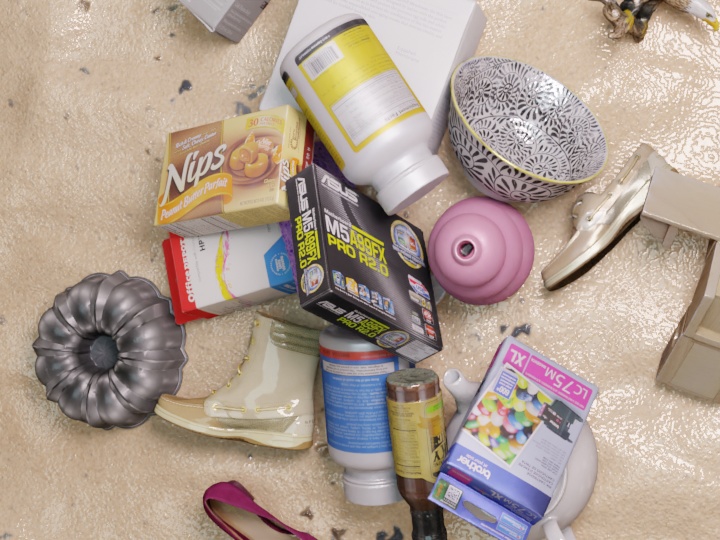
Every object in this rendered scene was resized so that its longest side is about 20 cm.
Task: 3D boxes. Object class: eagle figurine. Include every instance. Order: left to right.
[{"bbox_3d":[0.359,-0.333,1.417,0.150,0.153,0.200,32,118,-26],"label":"eagle figurine"}]

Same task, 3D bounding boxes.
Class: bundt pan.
[{"bbox_3d":[-0.319,0.101,1.593,0.199,0.076,0.205,0,91,13],"label":"bundt pan"}]

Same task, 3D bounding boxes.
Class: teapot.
[{"bbox_3d":[0.178,0.223,1.454,0.197,0.146,0.200,12,93,11],"label":"teapot"}]

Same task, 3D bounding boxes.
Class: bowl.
[{"bbox_3d":[0.172,-0.142,1.457,0.200,0.201,0.095,40,132,9],"label":"bowl"}]

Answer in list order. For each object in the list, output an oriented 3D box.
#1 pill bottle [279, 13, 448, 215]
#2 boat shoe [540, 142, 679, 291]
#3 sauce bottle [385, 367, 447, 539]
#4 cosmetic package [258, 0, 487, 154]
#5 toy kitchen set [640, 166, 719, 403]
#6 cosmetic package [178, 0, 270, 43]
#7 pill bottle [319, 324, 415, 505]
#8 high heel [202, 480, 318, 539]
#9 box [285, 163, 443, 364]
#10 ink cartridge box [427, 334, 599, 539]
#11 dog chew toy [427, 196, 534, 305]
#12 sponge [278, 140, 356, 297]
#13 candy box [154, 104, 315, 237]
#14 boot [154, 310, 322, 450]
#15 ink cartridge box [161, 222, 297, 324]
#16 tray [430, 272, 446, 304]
[{"bbox_3d":[0.008,-0.165,1.380,0.111,0.112,0.201,-34,85,10],"label":"pill bottle"},{"bbox_3d":[0.273,-0.060,1.472,0.200,0.072,0.065,-45,77,3],"label":"boat shoe"},{"bbox_3d":[0.068,0.211,1.438,0.064,0.065,0.203,-4,106,12],"label":"sauce bottle"},{"bbox_3d":[0.017,-0.242,1.495,0.197,0.123,0.202,23,97,11],"label":"cosmetic package"},{"bbox_3d":[0.375,-0.002,1.448,0.161,0.181,0.201,20,54,7],"label":"toy kitchen set"},{"bbox_3d":[-0.130,-0.380,1.535,0.090,0.107,0.200,42,100,9],"label":"cosmetic package"},{"bbox_3d":[0.013,0.164,1.498,0.111,0.112,0.203,-2,101,12],"label":"pill bottle"},{"bbox_3d":[-0.109,0.330,1.539,0.199,0.096,0.068,37,97,9],"label":"high heel"},{"bbox_3d":[0.006,-0.004,1.397,0.044,0.199,0.162,-28,53,29],"label":"box"},{"bbox_3d":[0.165,0.182,1.374,0.118,0.042,0.201,29,65,1],"label":"ink cartridge box"},{"bbox_3d":[0.128,-0.022,1.434,0.123,0.200,0.126,0,91,12],"label":"dog chew toy"},{"bbox_3d":[-0.044,-0.058,1.490,0.030,0.111,0.202,-38,61,44],"label":"sponge"},{"bbox_3d":[-0.144,-0.110,1.464,0.198,0.055,0.117,-8,69,39],"label":"candy box"},{"bbox_3d":[-0.144,0.125,1.557,0.197,0.073,0.158,9,93,10],"label":"boot"},{"bbox_3d":[-0.159,-0.015,1.546,0.198,0.067,0.118,-17,76,18],"label":"ink cartridge box"},{"bbox_3d":[0.000,0.000,1.552,0.199,0.022,0.108,39,97,9],"label":"tray"}]
